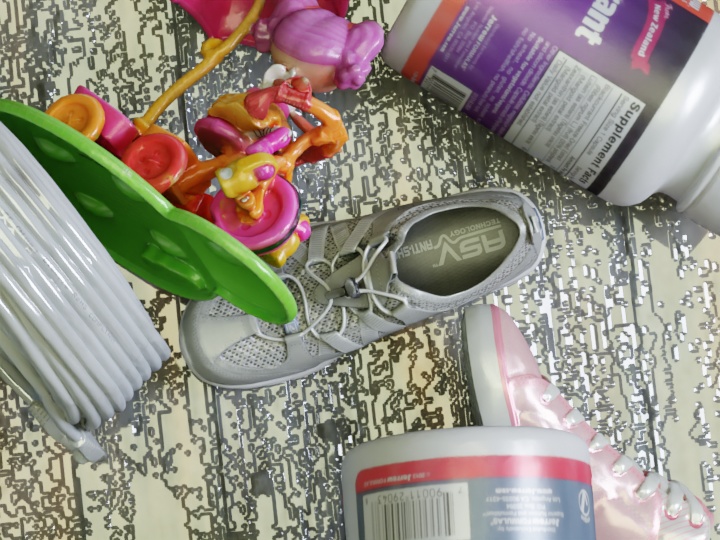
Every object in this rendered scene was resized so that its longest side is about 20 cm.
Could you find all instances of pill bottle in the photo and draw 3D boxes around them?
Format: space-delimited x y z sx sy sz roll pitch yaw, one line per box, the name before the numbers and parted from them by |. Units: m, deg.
pill bottle | 0.054 0.179 1.191 0.120 0.120 0.200 -2 77 -3
pill bottle | 0.121 -0.103 1.303 0.200 0.111 0.111 32 85 0

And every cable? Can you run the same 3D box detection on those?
cable | -0.174 -0.012 1.237 0.069 0.200 0.200 -39 75 -12

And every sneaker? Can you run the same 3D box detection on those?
sneaker | 0.118 0.103 1.304 0.105 0.075 0.200 -16 94 1
sneaker | 0.000 0.000 1.303 0.200 0.082 0.075 -23 87 -4

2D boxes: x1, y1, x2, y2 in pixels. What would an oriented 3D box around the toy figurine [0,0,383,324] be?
toy figurine | -0.059 -0.092 1.277 0.200 0.150 0.184 27 71 32
